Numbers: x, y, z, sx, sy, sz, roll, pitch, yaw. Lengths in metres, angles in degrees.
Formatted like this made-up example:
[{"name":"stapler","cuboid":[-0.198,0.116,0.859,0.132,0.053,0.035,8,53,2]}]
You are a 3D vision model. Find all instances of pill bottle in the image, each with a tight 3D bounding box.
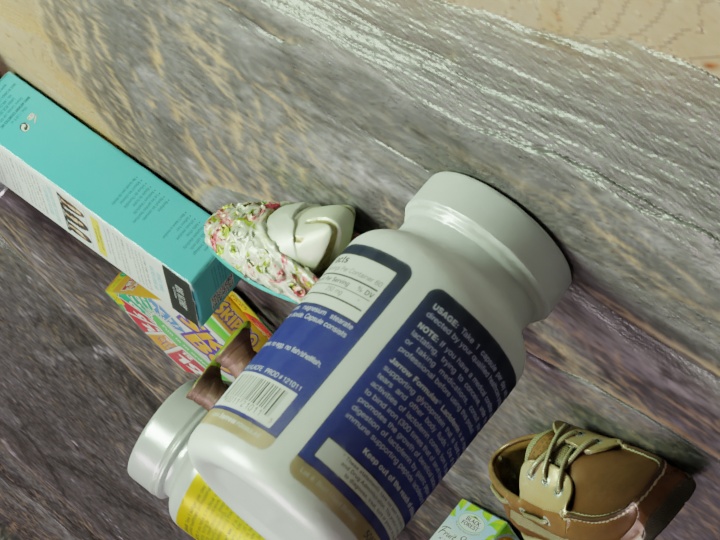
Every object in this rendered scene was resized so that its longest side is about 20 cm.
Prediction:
[{"name":"pill bottle","cuboid":[0.014,0.052,1.254,0.116,0.200,0.116,37,164,12]},{"name":"pill bottle","cuboid":[-0.080,0.182,1.933,0.200,0.114,0.114,35,163,13]}]

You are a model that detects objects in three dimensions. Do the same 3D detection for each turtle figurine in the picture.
[{"name":"turtle figurine","cuboid":[-0.045,0.117,1.725,0.161,0.064,0.200,37,151,-2]}]

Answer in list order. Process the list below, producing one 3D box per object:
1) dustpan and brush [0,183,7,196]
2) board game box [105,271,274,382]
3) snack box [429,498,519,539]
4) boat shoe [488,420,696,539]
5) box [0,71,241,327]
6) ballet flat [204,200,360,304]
[{"name":"dustpan and brush","cuboid":[-0.368,-0.091,1.931,0.140,0.057,0.200,45,162,-17]},{"name":"board game box","cuboid":[-0.114,0.046,1.810,0.096,0.030,0.200,47,159,-23]},{"name":"snack box","cuboid":[0.088,0.281,1.782,0.053,0.142,0.200,24,158,43]},{"name":"boat shoe","cuboid":[0.126,0.129,1.435,0.074,0.076,0.200,45,162,-9]},{"name":"box","cuboid":[-0.173,-0.048,1.650,0.200,0.049,0.082,35,163,14]},{"name":"ballet flat","cuboid":[0.000,0.000,1.410,0.199,0.076,0.064,30,131,15]}]
